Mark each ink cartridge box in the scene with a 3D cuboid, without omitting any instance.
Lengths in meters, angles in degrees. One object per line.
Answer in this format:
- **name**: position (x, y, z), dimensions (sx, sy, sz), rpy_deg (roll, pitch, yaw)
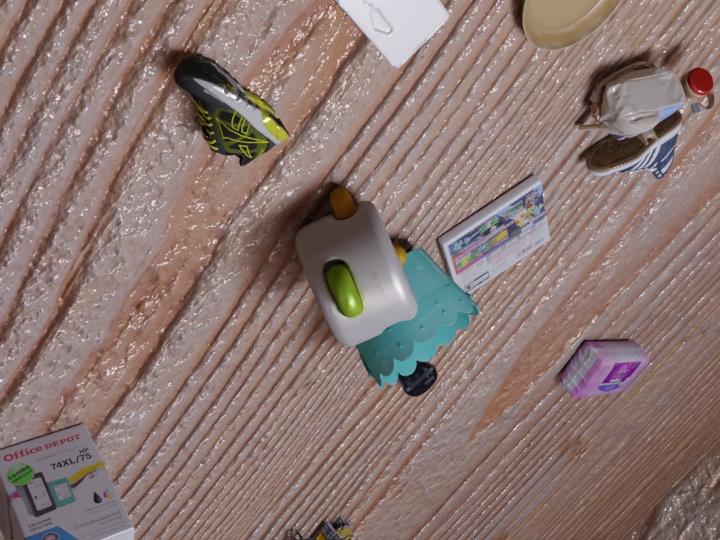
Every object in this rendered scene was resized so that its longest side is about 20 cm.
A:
- **ink cartridge box**: position (-0.012, -0.328, 1.132), dimensions (0.084, 0.201, 0.146), rpy_deg (-42, 147, 9)
- **ink cartridge box**: position (-0.433, 0.358, 1.558), dimensions (0.145, 0.200, 0.147), rpy_deg (-15, 140, -29)

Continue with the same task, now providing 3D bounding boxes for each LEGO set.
- **LEGO set**: position (-0.062, 0.596, 2.234), dimensions (0.199, 0.154, 0.116), rpy_deg (4, 129, -50)

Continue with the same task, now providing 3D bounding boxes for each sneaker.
- **sneaker**: position (0.471, -0.191, 1.861), dimensions (0.199, 0.070, 0.109), rpy_deg (-31, 144, -16)
- **sneaker**: position (-0.161, -0.180, 1.283), dimensions (0.085, 0.075, 0.200), rpy_deg (-43, 146, 10)

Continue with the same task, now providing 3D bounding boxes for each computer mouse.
- **computer mouse**: position (0.098, 0.142, 1.942), dimensions (0.140, 0.046, 0.200), rpy_deg (-45, 141, 2)

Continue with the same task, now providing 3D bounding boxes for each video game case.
- **video game case**: position (0.232, -0.054, 1.846), dimensions (0.199, 0.023, 0.183), rpy_deg (-33, 146, -6)

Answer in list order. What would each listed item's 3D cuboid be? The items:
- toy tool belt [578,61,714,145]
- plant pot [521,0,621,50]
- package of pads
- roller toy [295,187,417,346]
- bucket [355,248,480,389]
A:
- **toy tool belt**: position (0.456, -0.269, 1.737), dimensions (0.198, 0.126, 0.123), rpy_deg (-18, 173, -22)
- **plant pot**: position (0.299, -0.398, 1.495), dimensions (0.198, 0.028, 0.201), rpy_deg (-24, 143, -19)
- **package of pads**: position (0.544, 0.218, 2.409), dimensions (0.199, 0.076, 0.121), rpy_deg (2, 131, -44)
- **roller toy**: position (0.000, 0.000, 1.536), dimensions (0.138, 0.201, 0.183), rpy_deg (-23, 143, 2)
- **bucket**: position (0.072, 0.072, 1.699), dimensions (0.206, 0.135, 0.207), rpy_deg (-35, 167, -9)
